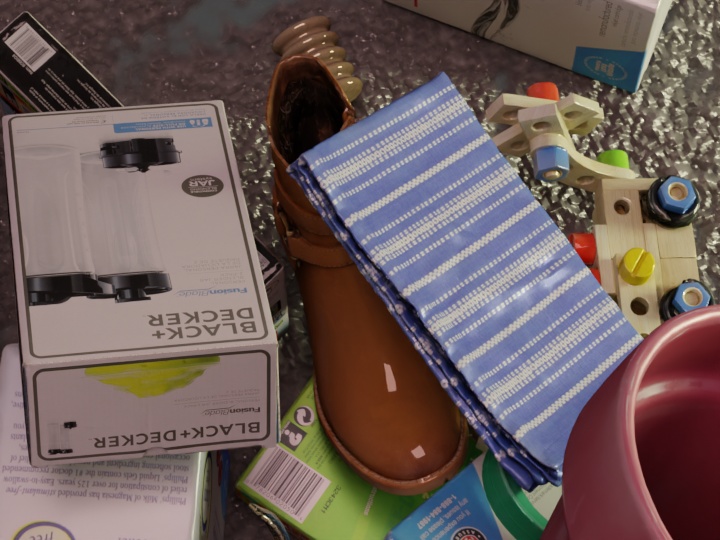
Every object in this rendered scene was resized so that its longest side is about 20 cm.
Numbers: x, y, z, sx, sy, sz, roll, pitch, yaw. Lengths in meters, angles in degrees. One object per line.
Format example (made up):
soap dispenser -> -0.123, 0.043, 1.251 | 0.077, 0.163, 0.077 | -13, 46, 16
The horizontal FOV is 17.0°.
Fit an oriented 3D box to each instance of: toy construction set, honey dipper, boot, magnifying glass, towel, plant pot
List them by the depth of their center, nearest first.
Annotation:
plant pot -> 0.154, 0.145, 1.049 | 0.199, 0.179, 0.201 | 17, 46, -19
towel -> 0.064, 0.002, 1.181 | 0.201, 0.024, 0.145 | 53, 40, 3
magnifying glass -> 0.138, 0.097, 1.202 | 0.199, 0.022, 0.080 | -10, 59, -45
boot -> 0.000, 0.000, 1.224 | 0.076, 0.156, 0.201 | -12, 50, 0
toy construction set -> 0.121, 0.001, 1.288 | 0.130, 0.092, 0.202 | -1, 80, -8
honey dipper -> 0.008, -0.047, 1.335 | 0.038, 0.038, 0.201 | -24, 76, -8

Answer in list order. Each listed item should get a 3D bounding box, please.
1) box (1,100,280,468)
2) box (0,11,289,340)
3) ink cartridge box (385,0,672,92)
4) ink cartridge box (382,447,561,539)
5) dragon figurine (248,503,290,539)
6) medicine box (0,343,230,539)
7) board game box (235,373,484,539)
box -> -0.106, 0.001, 1.129 | 0.116, 0.060, 0.201 | -4, 37, -8
box -> -0.119, -0.041, 1.292 | 0.035, 0.110, 0.200 | -43, 76, -13
ink cartridge box -> 0.077, -0.180, 1.338 | 0.199, 0.116, 0.067 | 21, 73, 7
ink cartridge box -> 0.102, 0.189, 1.171 | 0.200, 0.085, 0.144 | 46, 42, 10
dragon figurine -> -0.043, 0.217, 1.132 | 0.058, 0.100, 0.201 | 9, 112, -11
medicine box -> -0.126, 0.159, 1.184 | 0.102, 0.182, 0.202 | 3, 71, 1
board game box -> 0.041, 0.135, 1.275 | 0.199, 0.030, 0.096 | 33, 74, 12
